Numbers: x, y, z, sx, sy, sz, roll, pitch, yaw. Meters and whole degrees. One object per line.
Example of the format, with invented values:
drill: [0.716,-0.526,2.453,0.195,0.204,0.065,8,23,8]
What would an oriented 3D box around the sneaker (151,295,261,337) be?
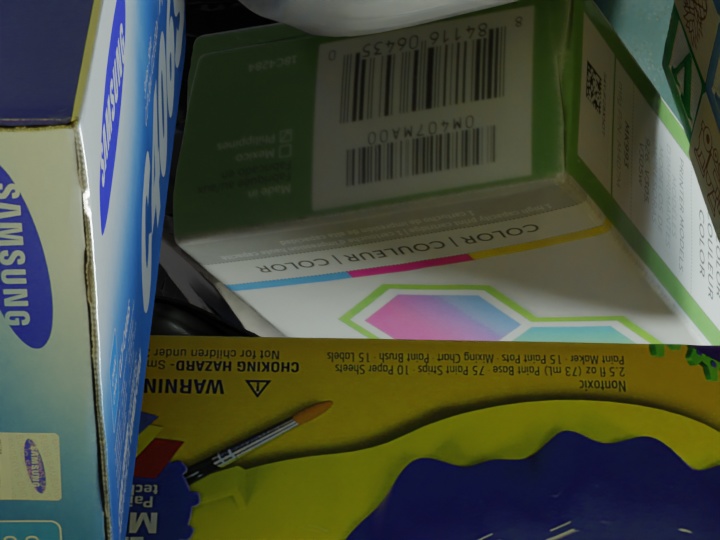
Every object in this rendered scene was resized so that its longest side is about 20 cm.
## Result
sneaker: [-0.016,0.092,0.770,0.200,0.077,0.111,55,-5,15]

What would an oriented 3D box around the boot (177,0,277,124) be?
boot: [-0.040,-0.156,0.865,0.154,0.073,0.204,-88,174,-54]

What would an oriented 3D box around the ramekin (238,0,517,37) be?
ramekin: [0.001,-0.146,0.622,0.200,0.105,0.200,159,-90,-78]

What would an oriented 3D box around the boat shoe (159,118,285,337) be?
boat shoe: [0.000,0.000,0.860,0.093,0.075,0.200,-45,152,-10]

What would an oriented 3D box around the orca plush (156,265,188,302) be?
orca plush: [-0.048,0.034,0.947,0.071,0.105,0.200,-40,161,-40]

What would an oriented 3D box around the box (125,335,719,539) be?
box: [0.016,0.123,0.521,0.122,0.200,0.193,91,-1,-51]

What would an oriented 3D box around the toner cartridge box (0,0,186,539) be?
toner cartridge box: [-0.059,-0.035,0.519,0.200,0.043,0.095,-89,178,-57]

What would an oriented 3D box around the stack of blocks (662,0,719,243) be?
stack of blocks: [0.127,0.010,0.657,0.115,0.059,0.200,94,-16,-59]

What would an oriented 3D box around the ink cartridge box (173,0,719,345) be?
ink cartridge box: [0.043,0.000,0.758,0.200,0.104,0.059,44,44,-55]

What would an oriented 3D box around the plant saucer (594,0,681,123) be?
plant saucer: [0.035,-0.076,0.944,0.036,0.200,0.200,28,55,-45]
